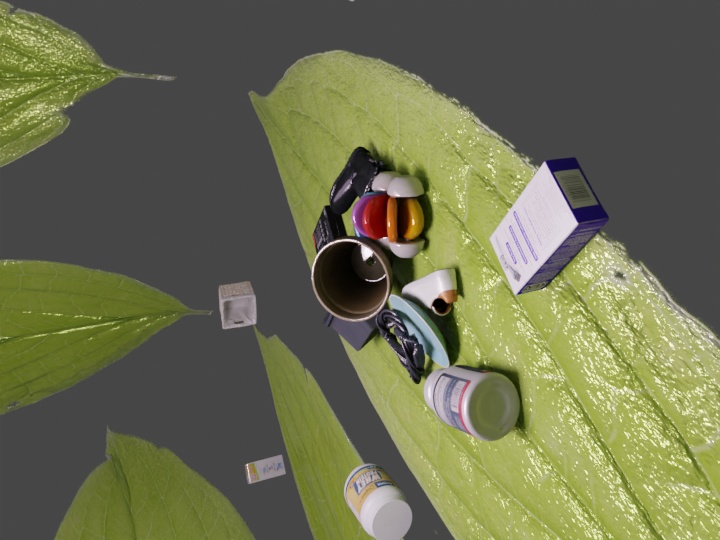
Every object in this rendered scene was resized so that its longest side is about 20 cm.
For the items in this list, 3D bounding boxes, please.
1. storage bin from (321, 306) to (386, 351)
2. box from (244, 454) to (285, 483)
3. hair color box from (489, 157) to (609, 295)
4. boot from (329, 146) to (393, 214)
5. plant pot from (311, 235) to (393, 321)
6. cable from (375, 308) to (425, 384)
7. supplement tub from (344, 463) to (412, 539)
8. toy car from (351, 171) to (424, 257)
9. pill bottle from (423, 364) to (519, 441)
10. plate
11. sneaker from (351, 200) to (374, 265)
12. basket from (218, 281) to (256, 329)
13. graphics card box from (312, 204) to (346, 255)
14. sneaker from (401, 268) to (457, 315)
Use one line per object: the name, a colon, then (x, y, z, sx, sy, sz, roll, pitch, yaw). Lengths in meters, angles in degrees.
storage bin: (-0.002, 0.118, 1.736, 0.134, 0.145, 0.201, 45, 150, 9)
box: (-0.509, 1.058, 3.391, 0.113, 0.195, 0.104, 133, 125, -65)
hair color box: (0.279, -0.062, 0.968, 0.201, 0.063, 0.111, 117, 139, -55)
boot: (0.000, -0.199, 1.590, 0.201, 0.072, 0.163, -62, 34, 21)
plant pot: (0.000, 0.000, 1.560, 0.173, 0.195, 0.205, -43, -47, -65)
cable: (0.094, 0.181, 1.506, 0.163, 0.050, 0.202, 42, 160, 39)
supplement tub: (0.049, 0.645, 1.773, 0.199, 0.141, 0.149, -155, 59, -66)
toy car: (0.055, -0.123, 1.431, 0.200, 0.146, 0.180, -147, 51, -64)
pill bottle: (0.203, 0.245, 1.221, 0.199, 0.117, 0.123, 177, 84, -70)
plate: (0.135, 0.127, 1.404, 0.201, 0.025, 0.201, 50, 168, 14)
sneaker: (0.008, -0.084, 1.691, 0.082, 0.069, 0.205, -2, 99, 63)
basket: (-0.680, 0.186, 3.513, 0.162, 0.193, 0.204, -121, 29, -50)
graphics card box: (-0.099, -0.104, 2.006, 0.201, 0.050, 0.128, 120, 138, -61)
sneaker: (0.145, 0.061, 1.368, 0.200, 0.071, 0.087, 142, 120, -66)
